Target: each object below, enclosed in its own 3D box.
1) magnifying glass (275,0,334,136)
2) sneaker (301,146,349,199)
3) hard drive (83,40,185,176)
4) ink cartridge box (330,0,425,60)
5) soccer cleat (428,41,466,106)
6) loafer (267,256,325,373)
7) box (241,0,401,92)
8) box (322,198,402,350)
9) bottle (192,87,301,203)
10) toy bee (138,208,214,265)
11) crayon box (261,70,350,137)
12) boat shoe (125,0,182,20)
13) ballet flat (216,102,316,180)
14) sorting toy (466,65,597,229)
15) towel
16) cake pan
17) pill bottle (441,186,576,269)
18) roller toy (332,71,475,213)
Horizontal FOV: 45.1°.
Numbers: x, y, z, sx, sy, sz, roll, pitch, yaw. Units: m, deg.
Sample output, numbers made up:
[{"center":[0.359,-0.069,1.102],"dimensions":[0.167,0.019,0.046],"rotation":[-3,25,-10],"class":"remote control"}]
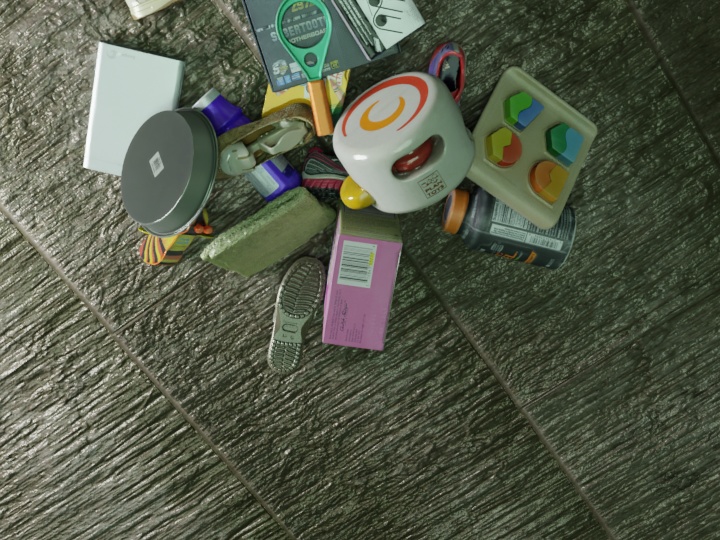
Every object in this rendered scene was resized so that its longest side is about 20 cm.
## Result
[{"center":[-0.068,-0.291,1.231],"dimensions":[0.079,0.022,0.201],"rotation":[-11,111,1],"class":"magnifying glass"},{"center":[0.008,-0.153,1.375],"dimensions":[0.199,0.081,0.075],"rotation":[4,80,-10],"class":"sneaker"},{"center":[-0.356,-0.245,1.362],"dimensions":[0.131,0.026,0.201],"rotation":[12,110,-5],"class":"hard drive"},{"center":[-0.003,-0.399,1.190],"dimensions":[0.094,0.044,0.200],"rotation":[-33,105,4],"class":"ink cartridge box"},{"center":[0.126,-0.250,1.337],"dimensions":[0.066,0.077,0.201],"rotation":[7,109,-3],"class":"soccer cleat"},{"center":[-0.113,0.071,1.459],"dimensions":[0.075,0.068,0.201],"rotation":[18,93,-9],"class":"loafer"},{"center":[-0.057,-0.361,1.247],"dimensions":[0.199,0.051,0.158],"rotation":[-16,106,2],"class":"box"},{"center":[0.000,0.000,1.361],"dimensions":[0.096,0.200,0.176],"rotation":[8,110,-3],"class":"box"},{"center":[-0.177,-0.193,1.351],"dimensions":[0.065,0.084,0.200],"rotation":[-38,107,13],"class":"bottle"},{"center":[-0.286,-0.074,1.369],"dimensions":[0.131,0.109,0.200],"rotation":[-18,140,-33],"class":"toy bee"},{"center":[-0.072,-0.316,1.320],"dimensions":[0.118,0.058,0.201],"rotation":[13,108,-6],"class":"crayon box"},{"center":[-0.258,-0.434,1.272],"dimensions":[0.199,0.072,0.065],"rotation":[-19,110,12],"class":"boat shoe"},{"center":[-0.152,-0.184,1.276],"dimensions":[0.200,0.065,0.071],"rotation":[-31,128,-2],"class":"ballet flat"},{"center":[0.263,-0.191,1.334],"dimensions":[0.185,0.036,0.200],"rotation":[33,72,-12],"class":"sorting toy"},{"center":[-0.144,-0.059,1.381],"dimensions":[0.200,0.148,0.037],"rotation":[-32,69,11],"class":"towel"},{"center":[-0.290,-0.150,1.290],"dimensions":[0.037,0.200,0.200],"rotation":[15,115,-49],"class":"cake pan"},{"center":[0.233,-0.074,1.387],"dimensions":[0.199,0.106,0.107],"rotation":[14,109,-5],"class":"pill bottle"},{"center":[0.065,-0.178,1.252],"dimensions":[0.182,0.200,0.140],"rotation":[1,141,38],"class":"roller toy"}]
